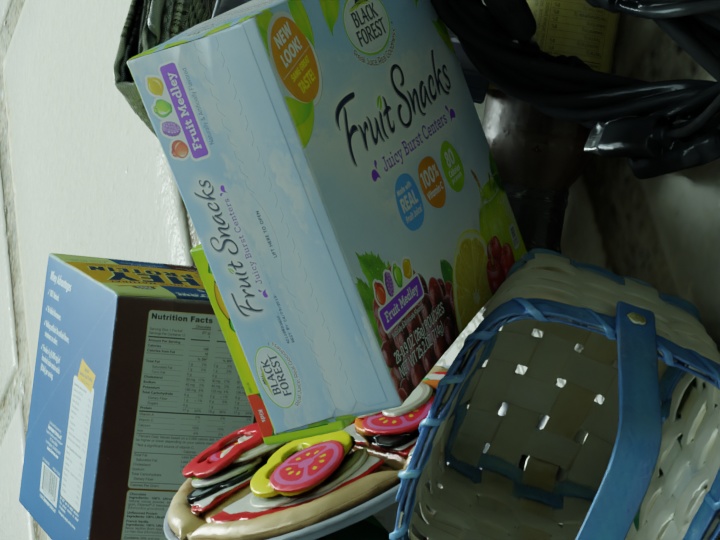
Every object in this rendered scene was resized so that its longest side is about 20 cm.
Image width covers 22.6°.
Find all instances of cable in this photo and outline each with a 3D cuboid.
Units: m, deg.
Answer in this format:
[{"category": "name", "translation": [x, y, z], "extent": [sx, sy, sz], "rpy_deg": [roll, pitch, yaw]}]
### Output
[{"category": "cable", "translation": [0.110, -0.109, 0.790], "extent": [0.051, 0.163, 0.200], "rpy_deg": [-51, 11, -13]}]

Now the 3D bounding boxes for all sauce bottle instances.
[{"category": "sauce bottle", "translation": [0.095, -0.096, 0.921], "extent": [0.065, 0.065, 0.200], "rpy_deg": [-158, 76, -64]}]

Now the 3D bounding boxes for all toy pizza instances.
[{"category": "toy pizza", "translation": [-0.020, 0.094, 0.993], "extent": [0.200, 0.200, 0.032], "rpy_deg": [7, 124, 65]}]

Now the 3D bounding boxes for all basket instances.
[{"category": "basket", "translation": [0.091, 0.091, 0.777], "extent": [0.200, 0.139, 0.176], "rpy_deg": [-66, -2, -59]}]

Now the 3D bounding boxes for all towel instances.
[{"category": "towel", "translation": [-0.089, -0.157, 1.090], "extent": [0.200, 0.035, 0.193], "rpy_deg": [55, -136, -69]}]

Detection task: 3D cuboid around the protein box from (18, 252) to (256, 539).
[{"category": "protein box", "translation": [-0.157, 0.103, 1.338], "extent": [0.199, 0.135, 0.200], "rpy_deg": [-160, 77, -65]}]

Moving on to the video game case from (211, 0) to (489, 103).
[{"category": "video game case", "translation": [-0.007, -0.137, 0.985], "extent": [0.200, 0.143, 0.019], "rpy_deg": [-92, 13, -69]}]

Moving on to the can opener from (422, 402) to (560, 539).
[{"category": "can opener", "translation": [0.056, 0.147, 0.955], "extent": [0.079, 0.063, 0.200], "rpy_deg": [-119, 41, -52]}]

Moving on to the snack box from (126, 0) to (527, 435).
[{"category": "snack box", "translation": [-0.005, -0.045, 0.797], "extent": [0.068, 0.200, 0.169], "rpy_deg": [-16, 101, 24]}]

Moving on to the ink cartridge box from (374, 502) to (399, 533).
[{"category": "ink cartridge box", "translation": [-0.021, 0.191, 1.130], "extent": [0.109, 0.050, 0.200], "rpy_deg": [-6, 81, 64]}]

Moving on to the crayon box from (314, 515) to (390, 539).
[{"category": "crayon box", "translation": [-0.030, 0.230, 0.992], "extent": [0.173, 0.058, 0.200], "rpy_deg": [-149, 66, -70]}]

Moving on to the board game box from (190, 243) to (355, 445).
[{"category": "board game box", "translation": [0.000, 0.000, 0.913], "extent": [0.048, 0.200, 0.102], "rpy_deg": [-15, 101, 31]}]
